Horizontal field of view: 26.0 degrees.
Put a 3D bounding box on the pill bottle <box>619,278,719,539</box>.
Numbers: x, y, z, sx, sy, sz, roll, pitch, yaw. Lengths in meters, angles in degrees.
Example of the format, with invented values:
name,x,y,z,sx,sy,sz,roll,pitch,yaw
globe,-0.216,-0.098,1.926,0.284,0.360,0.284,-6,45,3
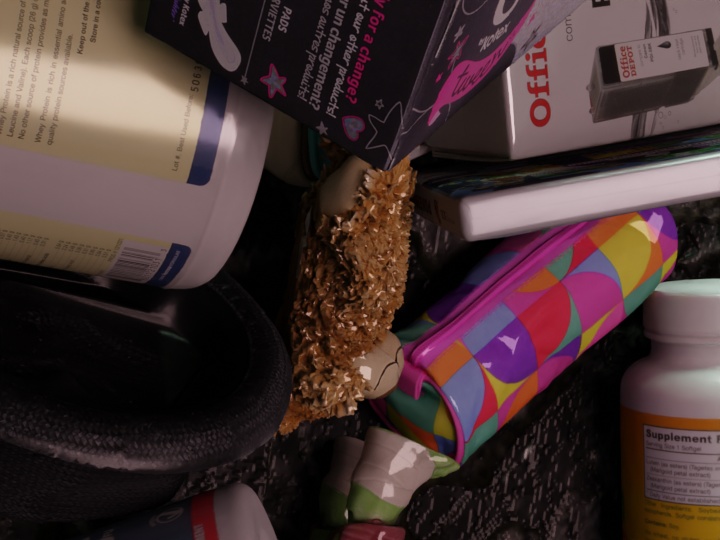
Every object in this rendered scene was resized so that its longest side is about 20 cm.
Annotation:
name,x,y,z,sx,sy,sz,roll,pitch,yaw
pill bottle,0.211,0.109,0.932,0.111,0.111,0.201,-6,97,-33

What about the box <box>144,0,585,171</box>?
name,x,y,z,sx,sy,sz,roll,pitch,yaw
box,0.029,-0.149,0.596,0.200,0.114,0.133,-41,157,-49

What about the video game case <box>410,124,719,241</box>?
name,x,y,z,sx,sy,sz,roll,pitch,yaw
video game case,0.129,-0.049,0.774,0.199,0.182,0.023,-10,98,-6

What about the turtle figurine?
name,x,y,z,sx,sy,sz,roll,pitch,yaw
turtle figurine,0.008,0.190,0.787,0.195,0.199,0.144,-68,157,-15

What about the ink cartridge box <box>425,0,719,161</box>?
name,x,y,z,sx,sy,sz,roll,pitch,yaw
ink cartridge box,0.130,-0.141,0.794,0.199,0.083,0.148,-13,103,-26

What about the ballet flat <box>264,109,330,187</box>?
name,x,y,z,sx,sy,sz,roll,pitch,yaw
ballet flat,-0.028,-0.136,0.750,0.069,0.069,0.201,-11,124,-33

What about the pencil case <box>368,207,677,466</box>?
name,x,y,z,sx,sy,sz,roll,pitch,yaw
pencil case,0.090,0.019,0.862,0.200,0.088,0.089,-41,114,-25

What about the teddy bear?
name,x,y,z,sx,sy,sz,roll,pitch,yaw
teddy bear,0.000,0.000,0.742,0.066,0.145,0.201,8,118,-6

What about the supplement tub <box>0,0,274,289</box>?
name,x,y,z,sx,sy,sz,roll,pitch,yaw
supplement tub,-0.146,-0.078,0.641,0.199,0.145,0.146,11,88,-20

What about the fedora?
name,x,y,z,sx,sy,sz,roll,pitch,yaw
fedora,-0.134,0.049,0.686,0.200,0.201,0.092,0,127,-34

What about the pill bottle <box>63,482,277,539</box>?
name,x,y,z,sx,sy,sz,roll,pitch,yaw
pill bottle,-0.124,0.178,0.672,0.199,0.120,0.120,-19,106,-1

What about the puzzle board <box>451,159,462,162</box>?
name,x,y,z,sx,sy,sz,roll,pitch,yaw
puzzle board,0.081,-0.167,0.881,0.150,0.017,0.201,-33,111,-27

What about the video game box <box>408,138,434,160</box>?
name,x,y,z,sx,sy,sz,roll,pitch,yaw
video game box,0.064,-0.177,0.827,0.199,0.047,0.183,-27,110,-22
